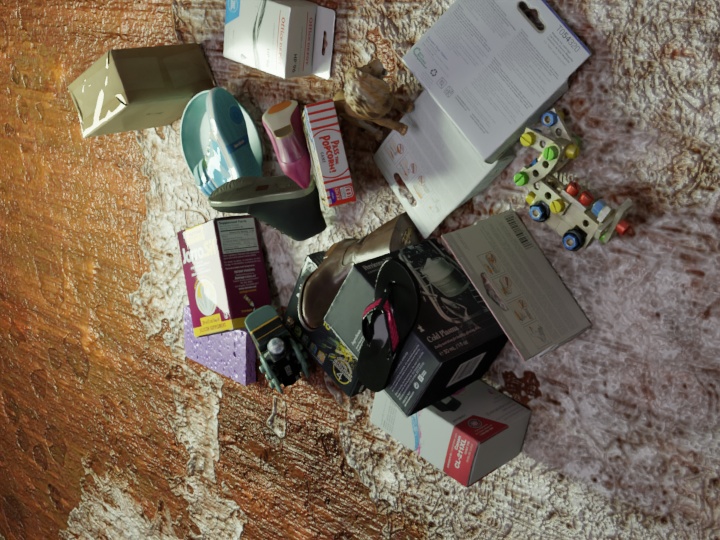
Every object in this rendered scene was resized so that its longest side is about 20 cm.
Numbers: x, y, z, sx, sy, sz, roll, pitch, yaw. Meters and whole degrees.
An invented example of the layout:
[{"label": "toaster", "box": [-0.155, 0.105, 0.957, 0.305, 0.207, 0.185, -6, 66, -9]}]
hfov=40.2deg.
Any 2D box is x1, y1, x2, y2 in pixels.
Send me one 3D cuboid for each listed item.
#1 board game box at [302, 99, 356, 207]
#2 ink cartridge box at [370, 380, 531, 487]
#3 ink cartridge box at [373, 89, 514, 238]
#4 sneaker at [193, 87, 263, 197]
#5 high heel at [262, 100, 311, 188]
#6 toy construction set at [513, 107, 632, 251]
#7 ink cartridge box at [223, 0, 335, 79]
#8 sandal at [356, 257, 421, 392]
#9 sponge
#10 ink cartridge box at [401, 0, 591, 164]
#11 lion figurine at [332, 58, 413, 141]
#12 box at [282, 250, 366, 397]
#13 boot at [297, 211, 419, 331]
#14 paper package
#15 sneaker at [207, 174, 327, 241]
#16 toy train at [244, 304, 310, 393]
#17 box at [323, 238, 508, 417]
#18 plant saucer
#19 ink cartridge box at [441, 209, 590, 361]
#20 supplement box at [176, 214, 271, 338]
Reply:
[{"label": "board game box", "box": [-0.052, -0.180, 1.530, 0.200, 0.045, 0.155, -131, 28, -82]}, {"label": "ink cartridge box", "box": [0.134, 0.221, 1.491, 0.198, 0.144, 0.084, 29, 121, 34]}, {"label": "ink cartridge box", "box": [0.118, -0.169, 1.455, 0.162, 0.047, 0.200, 57, 137, 14]}, {"label": "sneaker", "box": [-0.255, -0.209, 1.721, 0.129, 0.079, 0.204, -10, 102, 37]}, {"label": "high heel", "box": [-0.112, -0.211, 1.612, 0.201, 0.066, 0.097, -116, 5, -62]}, {"label": "toy construction set", "box": [0.281, -0.104, 1.289, 0.201, 0.091, 0.132, 54, 134, 32]}, {"label": "ink cartridge box", "box": [-0.136, -0.388, 1.612, 0.198, 0.067, 0.118, 25, 120, 36]}, {"label": "sandal", "box": [0.030, 0.081, 1.337, 0.075, 0.045, 0.203, 31, 119, 32]}, {"label": "sponge", "box": [-0.282, 0.145, 1.956, 0.198, 0.030, 0.114, 18, 115, 41]}, {"label": "ink cartridge box", "box": [0.184, -0.286, 1.334, 0.200, 0.043, 0.198, -43, 72, 19]}, {"label": "lion figurine", "box": [0.002, -0.245, 1.449, 0.199, 0.121, 0.074, -10, 61, 63]}, {"label": "box", "box": [-0.041, 0.092, 1.690, 0.200, 0.049, 0.163, 45, 129, 27]}, {"label": "boot", "box": [0.000, 0.000, 1.544, 0.064, 0.189, 0.198, 41, 144, -27]}, {"label": "paper package", "box": [-0.401, -0.329, 1.799, 0.189, 0.198, 0.105, -21, 88, 46]}, {"label": "sneaker", "box": [-0.158, -0.096, 1.653, 0.196, 0.075, 0.108, -2, 129, 21]}, {"label": "toy train", "box": [-0.147, 0.140, 1.740, 0.115, 0.084, 0.201, 59, 172, 20]}, {"label": "box", "box": [0.089, 0.078, 1.451, 0.197, 0.198, 0.125, 46, 128, 23]}, {"label": "plant saucer", "box": [-0.243, -0.228, 1.778, 0.197, 0.036, 0.204, 15, 117, 32]}, {"label": "ink cartridge box", "box": [0.203, 0.024, 1.337, 0.045, 0.175, 0.202, -45, 72, 42]}, {"label": "supplement box", "box": [-0.249, 0.011, 1.813, 0.130, 0.102, 0.204, -15, 85, 46]}]
